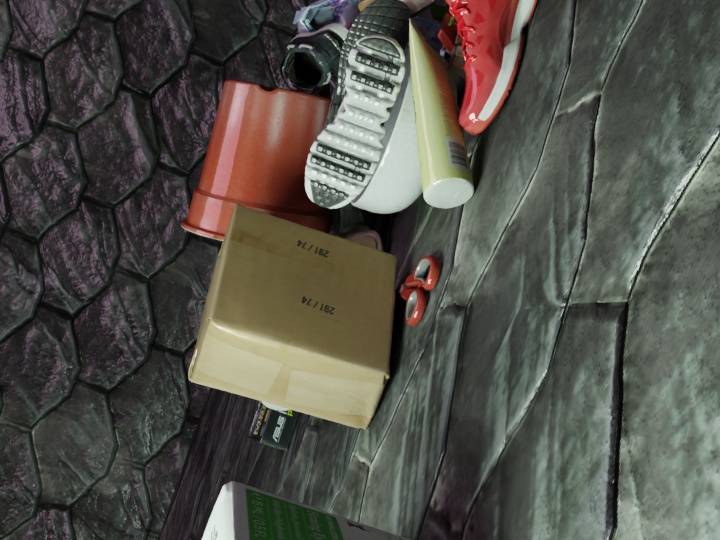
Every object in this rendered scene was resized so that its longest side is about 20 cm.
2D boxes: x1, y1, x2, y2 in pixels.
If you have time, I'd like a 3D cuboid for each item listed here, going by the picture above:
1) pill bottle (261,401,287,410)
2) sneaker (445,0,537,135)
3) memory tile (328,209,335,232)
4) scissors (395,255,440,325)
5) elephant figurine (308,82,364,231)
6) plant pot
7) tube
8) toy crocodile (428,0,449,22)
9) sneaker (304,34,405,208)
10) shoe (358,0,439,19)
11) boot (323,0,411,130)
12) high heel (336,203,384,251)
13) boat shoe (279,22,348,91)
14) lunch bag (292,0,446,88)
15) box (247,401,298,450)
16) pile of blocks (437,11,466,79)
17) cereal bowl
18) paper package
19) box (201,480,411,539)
[{"bbox_3d":[-0.116,0.089,1.613,0.113,0.111,0.201,119,146,-43],"label":"pill bottle"},{"bbox_3d":[0.104,-0.243,1.142,0.078,0.115,0.202,154,135,-76],"label":"sneaker"},{"bbox_3d":[-0.075,-0.108,1.593,0.153,0.017,0.202,18,109,56],"label":"memory tile"},{"bbox_3d":[0.053,0.014,1.237,0.200,0.014,0.074,-144,71,-81],"label":"scissors"},{"bbox_3d":[-0.039,-0.154,1.638,0.200,0.154,0.142,112,-178,-60],"label":"elephant figurine"},{"bbox_3d":[-0.117,-0.137,1.480,0.201,0.199,0.197,-129,50,-79],"label":"plant pot"},{"bbox_3d":[0.077,-0.158,1.168,0.058,0.051,0.202,114,155,-57],"label":"tube"},{"bbox_3d":[0.143,-0.387,1.370,0.068,0.061,0.201,-98,30,-70],"label":"toy crocodile"},{"bbox_3d":[0.000,-0.160,1.248,0.081,0.075,0.201,-60,-4,-70],"label":"sneaker"},{"bbox_3d":[0.085,-0.328,1.337,0.199,0.054,0.070,-20,5,39],"label":"shoe"},{"bbox_3d":[-0.001,-0.227,1.373,0.132,0.069,0.201,-94,29,-81],"label":"boot"},{"bbox_3d":[0.000,0.000,1.493,0.143,0.071,0.201,79,-176,-55],"label":"high heel"},{"bbox_3d":[-0.069,-0.263,1.465,0.060,0.076,0.200,-41,8,-20],"label":"boat shoe"},{"bbox_3d":[0.005,-0.305,1.567,0.170,0.198,0.128,-134,65,-78],"label":"lunch bag"},{"bbox_3d":[-0.112,0.169,1.744,0.160,0.044,0.202,158,131,-76],"label":"box"},{"bbox_3d":[0.119,-0.269,1.270,0.200,0.062,0.083,-93,24,-65],"label":"pile of blocks"},{"bbox_3d":[0.060,-0.154,1.312,0.200,0.083,0.202,-160,90,-81],"label":"cereal bowl"},{"bbox_3d":[-0.067,0.049,1.240,0.192,0.198,0.104,-83,13,-45],"label":"paper package"},{"bbox_3d":[-0.044,0.285,0.775,0.199,0.170,0.202,-132,63,-79],"label":"box"}]
